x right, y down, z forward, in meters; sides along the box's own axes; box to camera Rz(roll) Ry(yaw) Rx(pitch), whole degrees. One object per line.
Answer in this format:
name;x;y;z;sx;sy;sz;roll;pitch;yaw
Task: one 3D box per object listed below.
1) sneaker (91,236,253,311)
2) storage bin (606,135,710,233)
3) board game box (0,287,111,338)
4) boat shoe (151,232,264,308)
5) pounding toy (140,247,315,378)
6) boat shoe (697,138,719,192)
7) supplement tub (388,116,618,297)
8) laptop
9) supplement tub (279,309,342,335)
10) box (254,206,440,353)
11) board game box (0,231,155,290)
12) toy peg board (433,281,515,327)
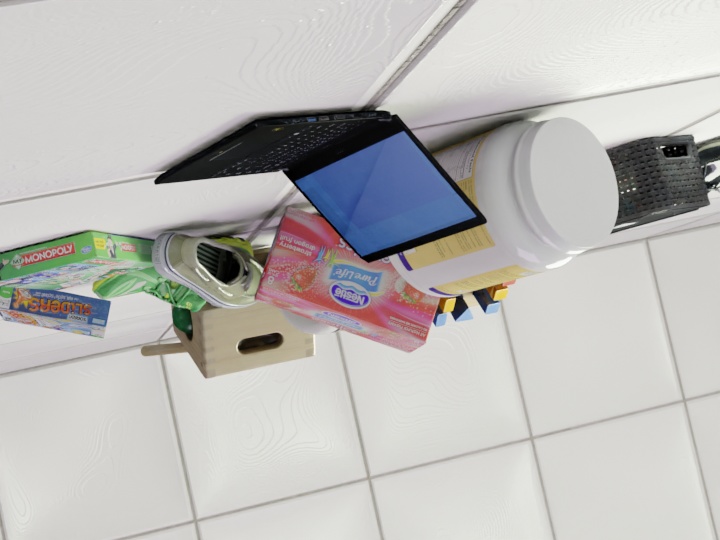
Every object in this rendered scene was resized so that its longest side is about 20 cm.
sneaker;-0.221;0.011;1.545;0.199;0.084;0.074;-11;176;-17
storage bin;0.328;-0.100;1.652;0.135;0.094;0.200;-9;173;-45
board game box;-0.384;0.051;1.616;0.135;0.035;0.200;11;171;-10
boat shoe;-0.158;0.004;1.478;0.062;0.072;0.200;6;172;31
pounding toy;-0.186;0.071;1.748;0.199;0.143;0.184;-11;-154;-21
boat shoe;0.466;-0.131;1.754;0.074;0.063;0.200;24;153;-37
supplement tub;0.131;-0.060;1.237;0.145;0.146;0.200;-9;174;-42
laptop;-0.035;-0.058;1.051;0.199;0.104;0.177;-10;174;-36
supplement tub;0.000;0.000;1.643;0.200;0.145;0.144;-8;174;-46
box;-0.012;0.013;1.477;0.199;0.103;0.095;20;167;-6
board game box;-0.312;-0.008;1.399;0.134;0.029;0.200;-14;175;9
toy peg board;0.147;0.018;1.943;0.199;0.098;0.200;-11;136;-20
